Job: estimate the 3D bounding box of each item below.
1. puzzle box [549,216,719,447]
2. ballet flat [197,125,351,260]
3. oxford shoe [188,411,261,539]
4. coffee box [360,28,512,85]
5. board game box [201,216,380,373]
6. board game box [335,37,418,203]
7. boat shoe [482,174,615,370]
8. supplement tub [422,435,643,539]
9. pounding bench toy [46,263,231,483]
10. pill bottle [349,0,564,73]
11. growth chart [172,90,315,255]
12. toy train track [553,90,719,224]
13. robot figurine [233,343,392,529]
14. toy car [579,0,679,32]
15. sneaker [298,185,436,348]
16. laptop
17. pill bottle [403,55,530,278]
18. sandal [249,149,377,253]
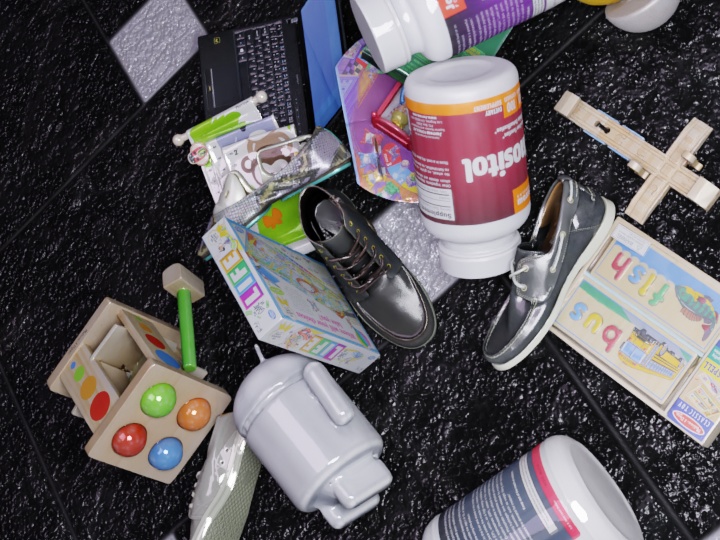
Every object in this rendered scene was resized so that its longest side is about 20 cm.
[{"bbox_3d":[0.285,0.055,1.177,0.200,0.025,0.134,38,98,32],"label":"puzzle box"},{"bbox_3d":[-0.105,-0.090,1.334,0.199,0.072,0.072,-33,62,9],"label":"ballet flat"},{"bbox_3d":[-0.157,0.246,1.356,0.057,0.075,0.202,11,75,26],"label":"oxford shoe"},{"bbox_3d":[0.103,-0.275,1.287,0.122,0.044,0.201,31,85,-2],"label":"coffee box"},{"bbox_3d":[-0.069,0.029,1.288,0.034,0.200,0.135,-40,60,14],"label":"board game box"},{"bbox_3d":[0.060,-0.175,1.315,0.156,0.039,0.202,-11,81,1],"label":"board game box"},{"bbox_3d":[0.171,0.002,1.223,0.201,0.067,0.072,-60,26,2],"label":"boat shoe"},{"bbox_3d":[0.146,0.258,1.136,0.199,0.140,0.141,-37,61,16],"label":"supplement tub"},{"bbox_3d":[-0.223,0.109,1.382,0.201,0.124,0.156,-54,44,7],"label":"pounding bench toy"},{"bbox_3d":[0.095,-0.273,1.205,0.199,0.112,0.112,-27,63,-2],"label":"pill bottle"},{"bbox_3d":[-0.111,-0.098,1.383,0.144,0.018,0.201,-30,80,16],"label":"growth chart"},{"bbox_3d":[0.269,-0.124,1.231,0.200,0.032,0.115,40,98,33],"label":"toy train track"},{"bbox_3d":[-0.055,0.168,1.285,0.200,0.112,0.170,49,135,20],"label":"robot figurine"},{"bbox_3d":[0.281,-0.353,1.231,0.199,0.175,0.150,-33,26,19],"label":"toy car"},{"bbox_3d":[0.000,0.000,1.285,0.075,0.106,0.200,-40,82,6],"label":"sneaker"},{"bbox_3d":[-0.103,-0.235,1.433,0.198,0.103,0.179,-11,70,10],"label":"laptop"},{"bbox_3d":[0.109,-0.101,1.226,0.112,0.113,0.202,7,119,31],"label":"pill bottle"},{"bbox_3d":[-0.059,-0.070,1.402,0.199,0.055,0.082,30,99,18],"label":"sandal"}]
